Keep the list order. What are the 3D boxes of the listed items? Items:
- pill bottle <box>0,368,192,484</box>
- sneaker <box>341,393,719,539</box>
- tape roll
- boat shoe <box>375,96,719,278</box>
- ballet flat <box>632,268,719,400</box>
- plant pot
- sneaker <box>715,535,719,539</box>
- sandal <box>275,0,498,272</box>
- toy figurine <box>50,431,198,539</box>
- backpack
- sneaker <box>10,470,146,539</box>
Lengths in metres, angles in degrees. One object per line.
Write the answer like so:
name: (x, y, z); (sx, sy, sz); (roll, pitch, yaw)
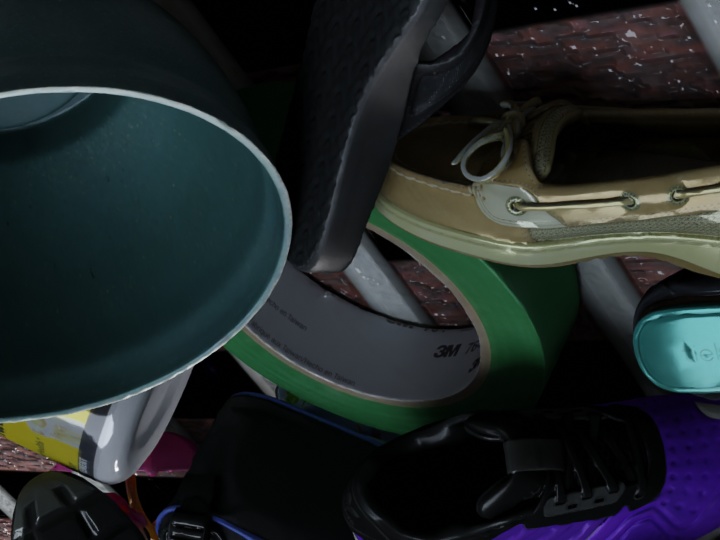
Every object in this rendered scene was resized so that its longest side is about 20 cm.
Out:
pill bottle: (-0.192, 0.025, 0.941); (0.200, 0.112, 0.112); (24, 148, 7)
sneaker: (0.087, 0.092, 0.781); (0.200, 0.070, 0.100); (-13, 157, 6)
tape roll: (0.000, 0.000, 0.818); (0.200, 0.048, 0.200); (20, 147, 13)
boat shoe: (0.096, -0.041, 0.670); (0.201, 0.073, 0.063); (11, 132, 26)
ballet flat: (0.201, 0.019, 0.674); (0.200, 0.073, 0.073); (2, 139, 37)
plant pot: (-0.140, -0.049, 0.711); (0.200, 0.134, 0.200); (-12, 143, -9)
sneaker: (0.234, 0.186, 0.874); (0.200, 0.075, 0.106); (32, 145, -8)
sandal: (0.014, -0.083, 0.663); (0.048, 0.075, 0.200); (-2, 138, -25)
toy figurine: (-0.129, 0.185, 1.075); (0.150, 0.200, 0.184); (-12, 118, 31)
backpack: (0.004, 0.159, 0.944); (0.183, 0.147, 0.200); (19, 144, 19)
sneaker: (-0.133, 0.190, 0.958); (0.200, 0.075, 0.079); (65, 173, -19)
